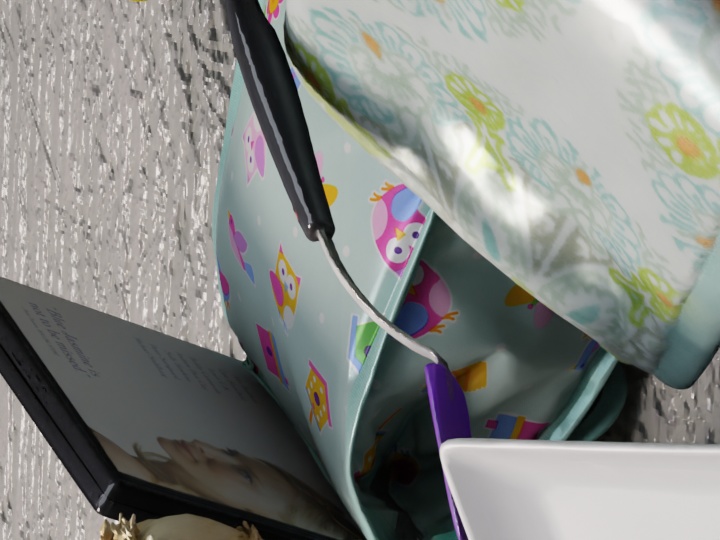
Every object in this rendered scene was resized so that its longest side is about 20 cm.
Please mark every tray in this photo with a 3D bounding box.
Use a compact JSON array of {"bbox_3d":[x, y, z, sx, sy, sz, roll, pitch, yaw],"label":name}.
[{"bbox_3d":[0.117,0.088,0.702,0.200,0.022,0.108,-1,116,41],"label":"tray"}]

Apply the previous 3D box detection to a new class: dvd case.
[{"bbox_3d":[-0.042,0.066,0.987,0.018,0.200,0.143,-57,41,13],"label":"dvd case"}]

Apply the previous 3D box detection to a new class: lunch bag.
[{"bbox_3d":[0.021,-0.015,0.964,0.170,0.122,0.200,52,130,49],"label":"lunch bag"}]

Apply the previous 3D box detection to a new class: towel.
[{"bbox_3d":[0.052,-0.056,0.749,0.171,0.048,0.200,42,160,9],"label":"towel"}]

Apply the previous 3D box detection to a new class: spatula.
[{"bbox_3d":[0.000,0.000,0.803,0.200,0.021,0.057,63,-175,16],"label":"spatula"}]

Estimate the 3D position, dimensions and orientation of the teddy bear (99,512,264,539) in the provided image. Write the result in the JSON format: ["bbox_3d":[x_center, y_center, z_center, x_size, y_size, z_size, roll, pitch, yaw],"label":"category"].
[{"bbox_3d":[-0.019,0.154,0.831,0.200,0.067,0.145,56,164,-16],"label":"teddy bear"}]

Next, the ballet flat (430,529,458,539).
[{"bbox_3d":[0.024,0.121,0.876,0.200,0.070,0.068,120,143,-70],"label":"ballet flat"}]
